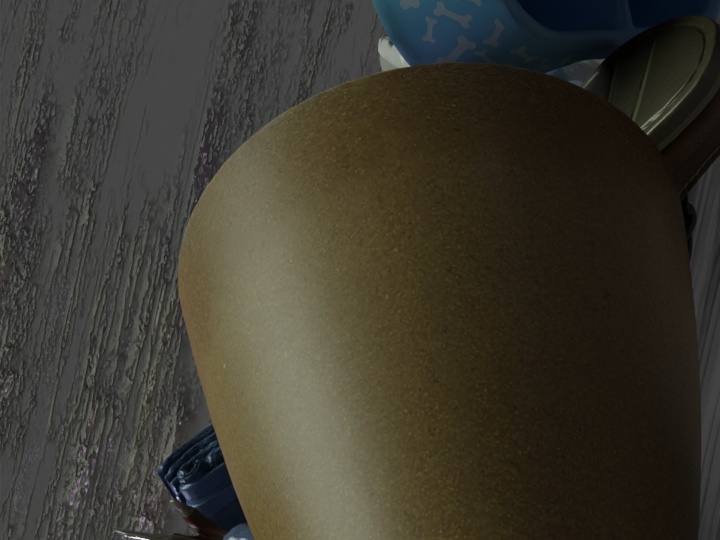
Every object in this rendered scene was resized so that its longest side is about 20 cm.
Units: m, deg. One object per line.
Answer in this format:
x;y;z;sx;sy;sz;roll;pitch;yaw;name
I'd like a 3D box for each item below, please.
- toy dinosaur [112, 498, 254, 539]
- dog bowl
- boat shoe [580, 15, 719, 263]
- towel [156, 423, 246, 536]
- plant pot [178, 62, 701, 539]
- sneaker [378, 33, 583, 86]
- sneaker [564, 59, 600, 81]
-0.026;0.115;0.737;0.200;0.105;0.181;-36;7;-22;toy dinosaur
0.080;-0.130;0.772;0.199;0.049;0.112;-11;-90;-49;dog bowl
0.100;-0.027;0.765;0.200;0.068;0.072;-42;21;53;boat shoe
-0.008;0.153;1.016;0.201;0.111;0.049;58;176;-15;towel
0.037;0.068;0.641;0.201;0.185;0.187;-99;16;-45;plant pot
0.066;-0.056;0.886;0.200;0.074;0.082;44;138;50;sneaker
0.105;-0.015;1.001;0.086;0.075;0.201;-23;-57;-40;sneaker
